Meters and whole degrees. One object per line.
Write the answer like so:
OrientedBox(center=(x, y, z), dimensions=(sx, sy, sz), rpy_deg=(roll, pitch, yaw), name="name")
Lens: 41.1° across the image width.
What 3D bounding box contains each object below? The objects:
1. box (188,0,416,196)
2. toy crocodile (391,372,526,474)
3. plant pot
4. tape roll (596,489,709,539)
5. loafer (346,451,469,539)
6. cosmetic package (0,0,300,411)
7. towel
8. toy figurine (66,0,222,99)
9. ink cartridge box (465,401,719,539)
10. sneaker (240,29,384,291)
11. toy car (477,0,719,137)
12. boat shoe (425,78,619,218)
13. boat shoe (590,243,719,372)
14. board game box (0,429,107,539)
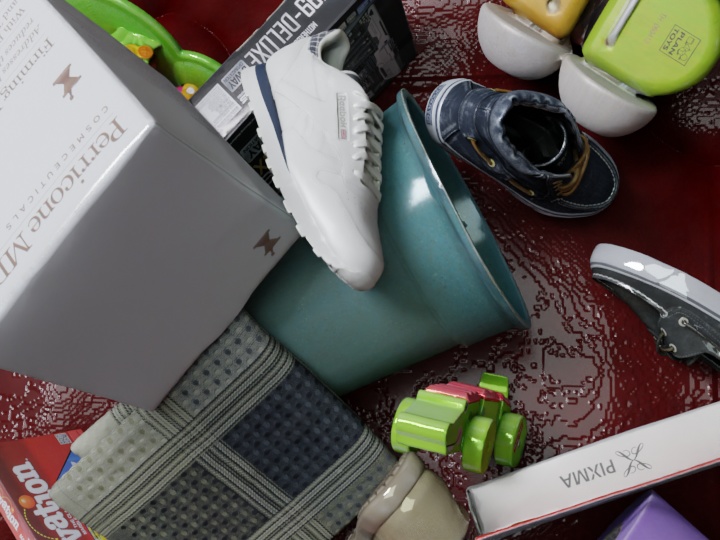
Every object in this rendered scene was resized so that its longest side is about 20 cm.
OrientedBox(center=(-0.046, -0.154, 0.790), dimensions=(0.050, 0.158, 0.200), rpy_deg=(43, 88, 17), name="box")
OrientedBox(center=(0.075, 0.106, 0.693), dimensions=(0.066, 0.199, 0.063), rpy_deg=(10, 88, 26), name="toy crocodile")
OrientedBox(center=(0.000, 0.000, 0.739), dimensions=(0.194, 0.200, 0.203), rpy_deg=(-29, 74, 11), name="plant pot")
OrientedBox(center=(0.163, 0.251, 0.641), dimensions=(0.085, 0.200, 0.201), rpy_deg=(41, 88, 16), name="tape roll")
OrientedBox(center=(0.034, 0.189, 0.680), dimensions=(0.068, 0.201, 0.076), rpy_deg=(40, 74, 15), name="loafer")
OrientedBox(center=(-0.178, -0.050, 0.620), dimensions=(0.168, 0.166, 0.200), rpy_deg=(-49, 57, 5), name="cosmetic package")
OrientedBox(center=(-0.096, 0.148, 0.702), dimensions=(0.199, 0.035, 0.193), rpy_deg=(-41, 116, 8), name="towel")
OrientedBox(center=(-0.218, -0.107, 0.801), dimensions=(0.197, 0.151, 0.187), rpy_deg=(21, 65, -1), name="toy figurine")
OrientedBox(center=(0.171, 0.141, 0.675), dimensions=(0.197, 0.174, 0.044), rpy_deg=(-20, 71, 6), name="ink cartridge box")
OrientedBox(center=(-0.018, -0.079, 0.633), dimensions=(0.079, 0.077, 0.202), rpy_deg=(-25, 59, 6), name="sneaker")
OrientedBox(center=(0.203, -0.216, 0.762), dimensions=(0.199, 0.149, 0.177), rpy_deg=(39, 117, 20), name="toy car")
OrientedBox(center=(0.144, -0.081, 0.716), dimensions=(0.091, 0.198, 0.072), rpy_deg=(26, 97, 56), name="boat shoe")
OrientedBox(center=(0.258, 0.047, 0.734), dimensions=(0.198, 0.069, 0.057), rpy_deg=(31, 86, 13), name="boat shoe")
OrientedBox(center=(-0.207, 0.206, 0.733), dimensions=(0.200, 0.102, 0.020), rpy_deg=(47, 114, 24), name="board game box")
